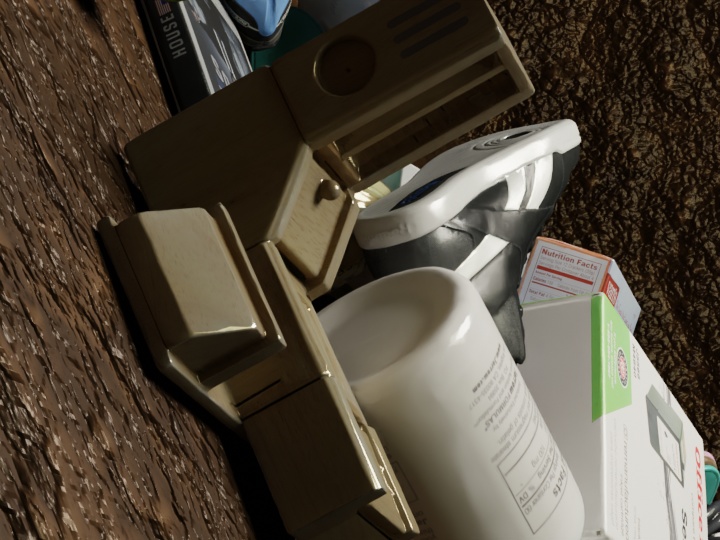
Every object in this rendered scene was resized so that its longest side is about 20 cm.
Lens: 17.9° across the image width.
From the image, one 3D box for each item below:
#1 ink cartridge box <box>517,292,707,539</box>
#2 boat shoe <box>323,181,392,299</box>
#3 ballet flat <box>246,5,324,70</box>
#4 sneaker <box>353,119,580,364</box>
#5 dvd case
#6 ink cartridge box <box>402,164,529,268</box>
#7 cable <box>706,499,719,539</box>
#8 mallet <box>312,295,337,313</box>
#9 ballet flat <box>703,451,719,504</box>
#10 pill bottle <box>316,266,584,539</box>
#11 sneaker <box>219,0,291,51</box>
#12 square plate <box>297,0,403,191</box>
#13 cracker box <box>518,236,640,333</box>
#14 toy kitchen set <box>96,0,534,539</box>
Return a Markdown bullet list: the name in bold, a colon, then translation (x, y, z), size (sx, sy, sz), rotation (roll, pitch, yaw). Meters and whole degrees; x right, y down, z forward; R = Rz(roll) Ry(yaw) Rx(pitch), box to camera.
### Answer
- **ink cartridge box**: translation (0.133, 0.125, 1.295), size (0.200, 0.083, 0.147), rotation (48, 37, -53)
- **boat shoe**: translation (0.000, 0.000, 1.229), size (0.199, 0.073, 0.063), rotation (30, 45, -39)
- **ballet flat**: translation (-0.035, -0.084, 1.481), size (0.071, 0.067, 0.201), rotation (93, -17, -47)
- **sneaker**: translation (0.068, -0.006, 1.226), size (0.200, 0.073, 0.113), rotation (-31, 107, -52)
- **dvd case**: translation (-0.085, -0.112, 1.304), size (0.151, 0.025, 0.201), rotation (56, 10, -52)
- **ink cartridge box**: translation (0.085, 0.032, 1.613), size (0.146, 0.084, 0.200), rotation (34, -13, 34)
- **cable**: translation (0.186, 0.230, 1.470), size (0.162, 0.201, 0.051), rotation (-8, 32, -46)
- **mallet**: translation (0.008, 0.104, 1.211), size (0.066, 0.041, 0.201), rotation (-107, 174, -64)
- **ballet flat**: translation (0.160, 0.189, 1.502), size (0.069, 0.201, 0.071), rotation (16, 20, -37)
- **pill bottle**: translation (0.045, 0.110, 1.115), size (0.201, 0.114, 0.115), rotation (62, 7, -23)
- **sneaker**: translation (-0.096, -0.216, 1.478), size (0.083, 0.070, 0.200), rotation (97, -26, -45)
- **square plate**: translation (-0.010, -0.137, 1.540), size (0.200, 0.028, 0.200), rotation (-122, -148, -54)
- **cracker box**: translation (0.115, 0.093, 1.457), size (0.134, 0.057, 0.201), rotation (46, 63, -69)
- **toy kitchen set**: translation (0.003, -0.014, 0.962), size (0.201, 0.179, 0.163), rotation (65, 8, 25)
